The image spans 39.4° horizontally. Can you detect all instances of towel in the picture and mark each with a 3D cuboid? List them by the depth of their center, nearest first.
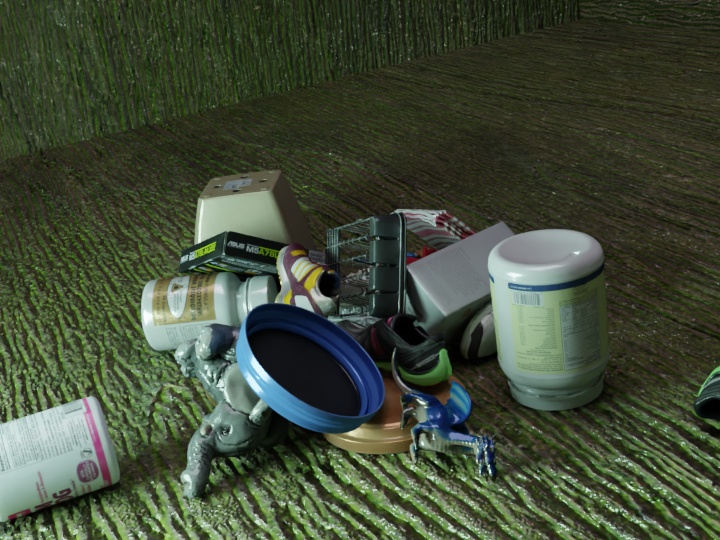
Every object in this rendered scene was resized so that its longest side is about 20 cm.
[{"bbox_3d":[0.155,-0.039,1.620,0.146,0.200,0.030,8,67,61],"label":"towel"}]

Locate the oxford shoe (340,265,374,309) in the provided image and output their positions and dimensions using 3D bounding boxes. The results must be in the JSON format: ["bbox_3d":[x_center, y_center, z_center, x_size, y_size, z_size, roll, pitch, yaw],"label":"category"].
[{"bbox_3d":[0.004,0.023,1.559,0.200,0.058,0.075,-5,23,13],"label":"oxford shoe"}]

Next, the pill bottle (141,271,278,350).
[{"bbox_3d":[-0.234,0.061,1.589,0.200,0.114,0.114,-6,22,7],"label":"pill bottle"}]

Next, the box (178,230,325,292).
[{"bbox_3d":[-0.167,-0.009,1.631,0.200,0.048,0.193,13,-12,-28],"label":"box"}]

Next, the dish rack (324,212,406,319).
[{"bbox_3d":[0.000,0.000,1.457,0.054,0.154,0.200,5,-7,-24],"label":"dish rack"}]

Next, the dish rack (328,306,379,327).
[{"bbox_3d":[-0.012,0.069,1.582,0.171,0.044,0.200,-4,22,14],"label":"dish rack"}]

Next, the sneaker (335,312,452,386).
[{"bbox_3d":[0.044,0.093,1.352,0.200,0.084,0.077,13,17,40],"label":"sneaker"}]

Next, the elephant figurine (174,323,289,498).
[{"bbox_3d":[-0.150,0.174,1.271,0.155,0.141,0.200,-39,53,20],"label":"elephant figurine"}]

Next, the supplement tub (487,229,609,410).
[{"bbox_3d":[0.243,0.062,1.287,0.145,0.200,0.145,-8,22,3],"label":"supplement tub"}]

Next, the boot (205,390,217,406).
[{"bbox_3d":[-0.109,0.125,1.436,0.200,0.073,0.155,-16,19,14],"label":"boot"}]

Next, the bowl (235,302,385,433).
[{"bbox_3d":[-0.064,0.121,1.248,0.200,0.039,0.201,28,26,-15],"label":"bowl"}]

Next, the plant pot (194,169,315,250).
[{"bbox_3d":[-0.202,-0.077,1.838,0.200,0.177,0.200,-6,22,6],"label":"plant pot"}]

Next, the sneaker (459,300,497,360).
[{"bbox_3d":[0.235,0.076,1.429,0.200,0.076,0.088,-30,51,-20],"label":"sneaker"}]

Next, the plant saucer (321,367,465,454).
[{"bbox_3d":[0.041,0.173,1.318,0.200,0.032,0.200,-7,22,3],"label":"plant saucer"}]

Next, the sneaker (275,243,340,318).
[{"bbox_3d":[-0.070,0.018,1.469,0.090,0.075,0.200,-22,33,11],"label":"sneaker"}]

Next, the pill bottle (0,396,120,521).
[{"bbox_3d":[-0.404,0.236,1.224,0.200,0.113,0.113,-17,23,-18],"label":"pill bottle"}]

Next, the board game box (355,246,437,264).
[{"bbox_3d":[0.089,-0.020,1.643,0.200,0.039,0.158,10,-3,-9],"label":"board game box"}]

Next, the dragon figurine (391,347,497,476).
[{"bbox_3d":[0.100,0.173,1.208,0.099,0.059,0.200,-10,39,-10],"label":"dragon figurine"}]

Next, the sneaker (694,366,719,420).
[{"bbox_3d":[0.452,0.175,1.103,0.084,0.077,0.200,-39,30,-13],"label":"sneaker"}]

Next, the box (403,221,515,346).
[{"bbox_3d":[0.147,0.029,1.469,0.200,0.124,0.098,-24,64,-33],"label":"box"}]
